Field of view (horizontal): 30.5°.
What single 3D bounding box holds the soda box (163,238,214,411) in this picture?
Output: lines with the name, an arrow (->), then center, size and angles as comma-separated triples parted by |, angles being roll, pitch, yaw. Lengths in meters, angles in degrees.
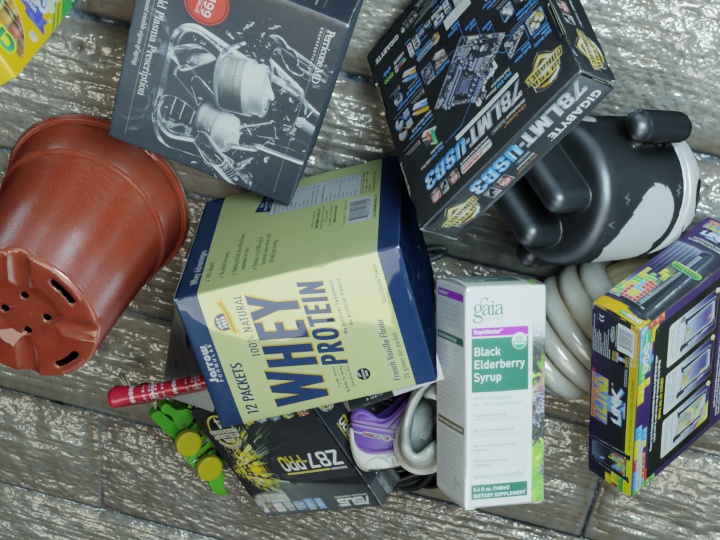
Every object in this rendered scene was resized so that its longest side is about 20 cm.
soda box -> -0.161, 0.051, 1.393 | 0.063, 0.069, 0.202 | 17, 129, 1

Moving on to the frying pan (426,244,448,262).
frying pan -> -0.013, -0.011, 1.328 | 0.115, 0.031, 0.190 | 42, 121, -15

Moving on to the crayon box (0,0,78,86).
crayon box -> -0.322, -0.238, 1.129 | 0.051, 0.201, 0.126 | -20, 120, 28

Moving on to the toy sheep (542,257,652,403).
toy sheep -> 0.214, 0.061, 1.260 | 0.137, 0.138, 0.200 | 39, 108, -16

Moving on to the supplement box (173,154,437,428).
supplement box -> -0.042, 0.014, 1.197 | 0.197, 0.201, 0.136 | -13, 116, 9

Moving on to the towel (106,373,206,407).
towel -> -0.143, 0.105, 1.318 | 0.197, 0.145, 0.023 | -13, 86, 5

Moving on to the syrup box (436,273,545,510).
syrup box -> 0.118, 0.107, 1.209 | 0.078, 0.081, 0.203 | -2, 98, -17

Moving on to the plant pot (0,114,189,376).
plant pot -> -0.292, -0.016, 1.295 | 0.198, 0.196, 0.203 | 8, 128, 10

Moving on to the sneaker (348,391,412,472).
sneaker -> 0.083, 0.146, 1.364 | 0.197, 0.081, 0.085 | -14, 87, -14

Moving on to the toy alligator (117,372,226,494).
toy alligator -> -0.198, 0.175, 1.511 | 0.054, 0.059, 0.201 | -39, 116, -8

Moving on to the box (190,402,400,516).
box -> -0.074, 0.190, 1.446 | 0.198, 0.049, 0.162 | -13, 119, 44

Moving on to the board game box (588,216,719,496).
board game box -> 0.277, 0.078, 1.190 | 0.056, 0.164, 0.202 | 30, 139, 38

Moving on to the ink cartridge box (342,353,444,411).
ink cartridge box -> 0.015, 0.084, 1.276 | 0.093, 0.200, 0.038 | -19, 102, -5

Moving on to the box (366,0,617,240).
box -> 0.097, -0.164, 1.076 | 0.049, 0.200, 0.200 | 11, 137, -37

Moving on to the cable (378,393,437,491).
cable -> 0.023, 0.186, 1.457 | 0.162, 0.051, 0.200 | -31, 114, 33

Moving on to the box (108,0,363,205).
box -> -0.108, -0.191, 1.169 | 0.180, 0.105, 0.201 | 20, 130, -2

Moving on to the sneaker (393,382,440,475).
sneaker -> 0.091, 0.104, 1.290 | 0.075, 0.202, 0.092 | 19, 172, 6

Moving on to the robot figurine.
robot figurine -> 0.202, -0.068, 1.123 | 0.149, 0.198, 0.127 | -1, 94, 49
